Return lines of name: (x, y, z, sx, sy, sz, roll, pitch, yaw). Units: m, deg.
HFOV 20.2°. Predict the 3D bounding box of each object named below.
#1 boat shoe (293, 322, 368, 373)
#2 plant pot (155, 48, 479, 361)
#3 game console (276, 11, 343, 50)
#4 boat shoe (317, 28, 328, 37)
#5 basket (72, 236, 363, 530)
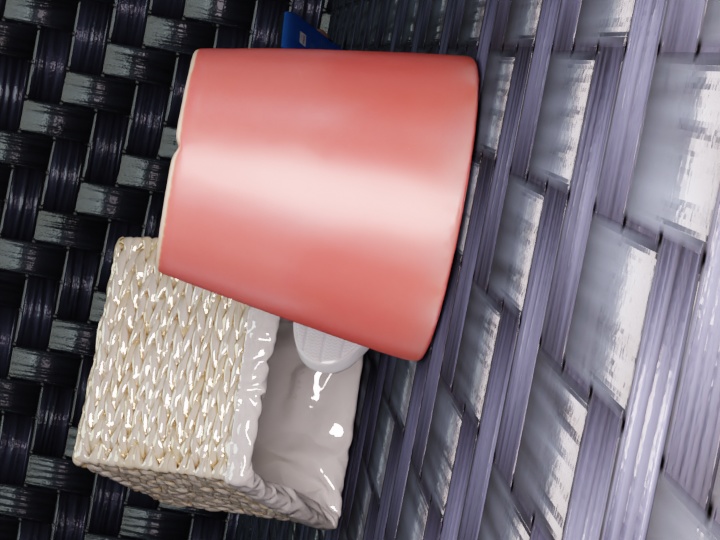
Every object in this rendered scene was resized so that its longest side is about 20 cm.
boat shoe: (0.000, 0.000, 1.534, 0.071, 0.071, 0.201, 91, -164, -58)
plant pot: (-0.031, -0.053, 1.269, 0.200, 0.176, 0.202, -170, 90, -86)
game console: (-0.049, -0.168, 2.190, 0.119, 0.170, 0.200, -50, 14, 15)
boat shoe: (-0.063, -0.283, 2.970, 0.072, 0.076, 0.200, -46, -17, -18)
basket: (-0.104, 0.085, 1.591, 0.198, 0.159, 0.202, 40, -123, -64)
